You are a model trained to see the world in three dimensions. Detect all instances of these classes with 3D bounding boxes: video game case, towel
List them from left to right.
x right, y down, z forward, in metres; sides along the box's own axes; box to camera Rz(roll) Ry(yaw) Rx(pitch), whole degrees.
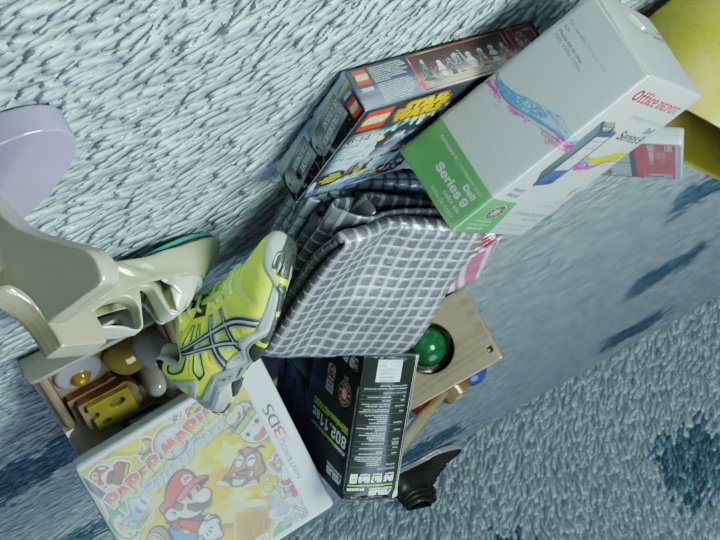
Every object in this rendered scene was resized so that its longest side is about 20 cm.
[{"bbox_3d":[-0.145,0.202,1.496,0.199,0.183,0.023,-31,-155,-12],"label":"video game case"},{"bbox_3d":[0.000,0.000,1.374,0.165,0.086,0.200,1,141,-30],"label":"towel"},{"bbox_3d":[0.077,0.019,1.869,0.199,0.030,0.146,-26,167,-15],"label":"towel"},{"bbox_3d":[0.193,-0.111,1.440,0.199,0.018,0.143,4,172,12],"label":"video game case"}]

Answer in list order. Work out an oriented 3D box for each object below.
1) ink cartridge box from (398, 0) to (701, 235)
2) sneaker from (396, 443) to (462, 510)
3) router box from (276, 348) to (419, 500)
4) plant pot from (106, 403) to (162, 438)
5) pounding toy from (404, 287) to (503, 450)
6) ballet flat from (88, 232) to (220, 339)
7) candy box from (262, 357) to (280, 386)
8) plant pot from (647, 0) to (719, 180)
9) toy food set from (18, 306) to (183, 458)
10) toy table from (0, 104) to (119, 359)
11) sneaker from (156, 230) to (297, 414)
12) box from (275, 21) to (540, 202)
[{"bbox_3d":[0.153,-0.118,1.255,0.200,0.088,0.145,-40,163,21],"label":"ink cartridge box"},{"bbox_3d":[0.151,0.449,3.393,0.199,0.100,0.071,-24,164,-26],"label":"sneaker"},{"bbox_3d":[-0.019,0.117,1.569,0.062,0.151,0.200,-1,-161,-24],"label":"router box"},{"bbox_3d":[-0.176,0.187,1.617,0.199,0.201,0.180,-25,158,-14],"label":"plant pot"},{"bbox_3d":[0.085,0.130,1.984,0.183,0.143,0.200,-30,175,0],"label":"pounding toy"},{"bbox_3d":[-0.180,0.019,1.271,0.199,0.070,0.069,-15,160,-47],"label":"ballet flat"},{"bbox_3d":[-0.036,0.063,1.739,0.200,0.056,0.115,-39,163,33],"label":"candy box"},{"bbox_3d":[0.322,-0.177,1.398,0.143,0.199,0.200,-61,165,-2],"label":"plant pot"},{"bbox_3d":[-0.216,0.105,1.444,0.143,0.061,0.200,-28,152,-10],"label":"toy food set"},{"bbox_3d":[-0.240,0.002,0.985,0.200,0.118,0.183,-38,164,35],"label":"toy table"},{"bbox_3d":[-0.113,0.042,1.315,0.200,0.076,0.076,-59,-172,37],"label":"sneaker"},{"bbox_3d":[0.043,-0.127,1.262,0.199,0.040,0.137,-20,162,-35],"label":"box"}]
